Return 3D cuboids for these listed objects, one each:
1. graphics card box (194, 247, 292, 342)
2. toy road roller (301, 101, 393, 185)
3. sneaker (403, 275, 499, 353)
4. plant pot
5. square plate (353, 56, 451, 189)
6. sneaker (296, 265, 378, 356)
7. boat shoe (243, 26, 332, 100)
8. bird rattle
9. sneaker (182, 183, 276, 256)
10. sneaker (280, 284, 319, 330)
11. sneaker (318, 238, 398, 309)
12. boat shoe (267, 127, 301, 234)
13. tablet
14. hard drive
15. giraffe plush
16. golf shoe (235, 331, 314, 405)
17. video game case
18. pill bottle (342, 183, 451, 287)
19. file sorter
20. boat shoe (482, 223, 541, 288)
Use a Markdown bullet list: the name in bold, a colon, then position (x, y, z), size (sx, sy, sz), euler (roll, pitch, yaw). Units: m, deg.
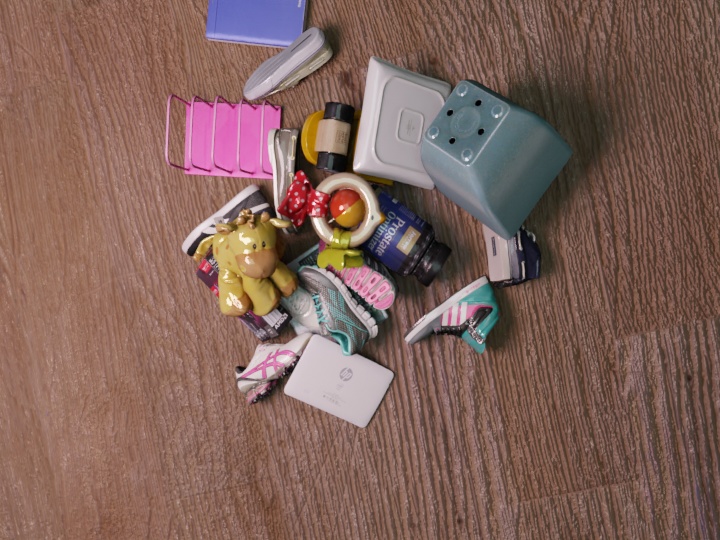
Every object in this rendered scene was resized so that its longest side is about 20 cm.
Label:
- **graphics card box**: position (-0.227, 0.046, 1.204), size (0.200, 0.125, 0.051), euler (46, 64, -9)
- **toy road roller**: position (-0.022, -0.242, 1.196), size (0.195, 0.145, 0.128), euler (7, 95, -33)
- **sneaker**: position (0.189, 0.115, 1.206), size (0.197, 0.084, 0.123), euler (-35, 81, 6)
- **plant pot**: position (0.216, -0.211, 1.082), size (0.195, 0.199, 0.199), euler (41, 98, 34)
- **square plate**: position (0.086, -0.268, 1.158), size (0.193, 0.028, 0.208), euler (7, 95, -33)
- **sneaker**: position (-0.054, 0.078, 1.174), size (0.200, 0.077, 0.092), euler (45, 60, -10)
- **boat shoe**: position (-0.140, -0.384, 1.210), size (0.196, 0.074, 0.062), euler (-30, 136, 19)
- **bird rattle**: position (-0.044, -0.101, 1.117), size (0.161, 0.113, 0.203), euler (-34, 82, 7)
- **sneaker**: position (-0.253, -0.066, 1.239), size (0.198, 0.073, 0.113), euler (-38, 91, 7)
- **sneaker**: position (-0.141, 0.046, 1.212), size (0.198, 0.081, 0.076), euler (40, 95, 1)
- **sneaker**: position (0.000, 0.000, 1.202), size (0.199, 0.087, 0.075), euler (41, 103, 20)
- **boat shoe**: position (-0.133, -0.169, 1.204), size (0.058, 0.072, 0.209), euler (-2, 110, 12)
- **tablet**: position (-0.040, 0.220, 1.227), size (0.196, 0.014, 0.133), euler (28, 95, -23)
- **hard drive**: position (-0.201, -0.514, 1.227), size (0.193, 0.025, 0.137), euler (8, 94, 5)
- **giraffe plush**: position (-0.185, -0.034, 1.078), size (0.171, 0.162, 0.202), euler (-38, 92, -30)
- **golf shoe**: position (-0.173, 0.177, 1.241), size (0.198, 0.072, 0.093), euler (-39, 75, 14)
- **video game case**: position (-0.067, 0.056, 1.255), size (0.179, 0.023, 0.203), euler (-33, 89, 7)
- **pill bottle**: position (0.072, -0.062, 1.187), size (0.197, 0.112, 0.113), euler (35, 97, 3)
- **file sorter**: position (-0.261, -0.257, 1.200), size (0.192, 0.125, 0.144), euler (4, 94, 5)
- **boat shoe**: position (0.290, -0.071, 1.195), size (0.090, 0.074, 0.208), euler (-2, 88, -18)
